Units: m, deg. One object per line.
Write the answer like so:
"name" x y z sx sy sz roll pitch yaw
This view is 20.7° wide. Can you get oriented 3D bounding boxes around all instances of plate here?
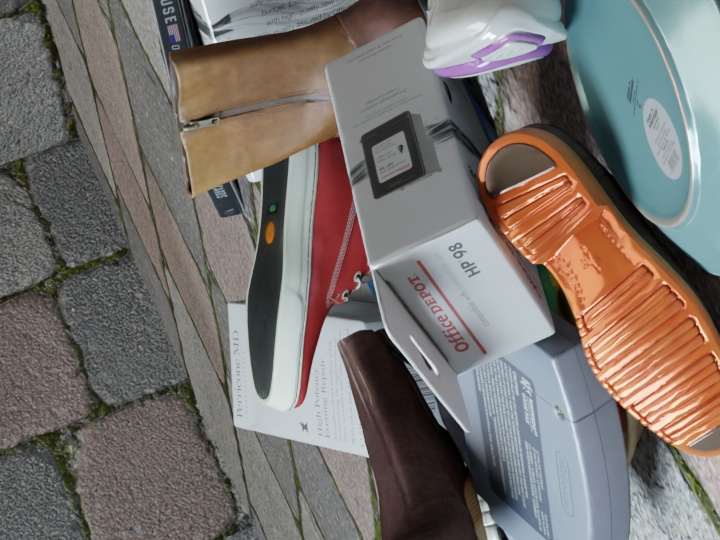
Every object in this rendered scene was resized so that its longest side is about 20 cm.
"plate" 0.140 -0.089 0.968 0.200 0.025 0.202 160 90 -78

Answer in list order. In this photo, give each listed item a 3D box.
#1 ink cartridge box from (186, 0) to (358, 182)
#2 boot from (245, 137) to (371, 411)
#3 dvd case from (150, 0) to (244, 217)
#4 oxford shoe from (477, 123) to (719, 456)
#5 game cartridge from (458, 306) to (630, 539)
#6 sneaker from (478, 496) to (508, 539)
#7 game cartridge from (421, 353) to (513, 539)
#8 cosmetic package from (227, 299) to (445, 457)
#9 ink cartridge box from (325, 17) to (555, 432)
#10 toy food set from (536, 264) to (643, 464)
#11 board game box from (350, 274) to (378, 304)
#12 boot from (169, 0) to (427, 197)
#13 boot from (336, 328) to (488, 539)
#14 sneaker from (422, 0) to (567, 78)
"ink cartridge box" -0.042 -0.184 1.348 0.084 0.143 0.201 -125 19 -57
"boot" 0.000 0.000 1.340 0.072 0.143 0.202 5 88 65
"dvd case" -0.120 -0.134 1.426 0.200 0.024 0.152 75 -179 -77
"oxford shoe" 0.144 0.004 1.035 0.201 0.071 0.073 57 -149 1
"game cartridge" 0.107 0.097 1.176 0.133 0.041 0.201 35 147 42
"sneaker" 0.053 0.154 1.443 0.201 0.089 0.079 -103 -13 -46
"game cartridge" 0.095 0.125 1.362 0.201 0.038 0.130 60 -175 -37
"cosmetic package" -0.021 0.075 1.459 0.199 0.074 0.103 3 97 55
"ink cartridge box" 0.047 -0.026 1.090 0.116 0.066 0.201 51 -161 -47
"toy food set" 0.116 0.036 1.231 0.200 0.048 0.200 -144 36 -71
"board game box" 0.023 0.030 1.510 0.134 0.034 0.200 33 161 10
"boot" -0.015 -0.083 1.258 0.069 0.198 0.189 -123 17 -44
"boot" 0.020 0.121 1.248 0.167 0.072 0.200 63 -170 4
"sneaker" 0.059 -0.159 1.042 0.200 0.074 0.101 -104 2 -75
